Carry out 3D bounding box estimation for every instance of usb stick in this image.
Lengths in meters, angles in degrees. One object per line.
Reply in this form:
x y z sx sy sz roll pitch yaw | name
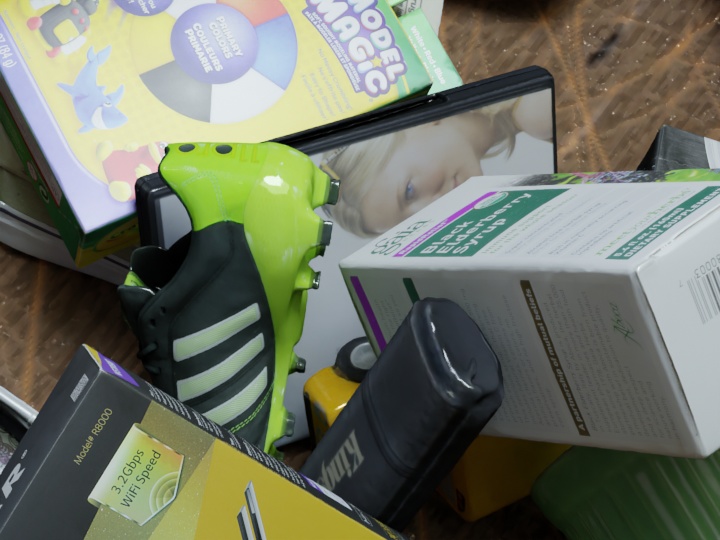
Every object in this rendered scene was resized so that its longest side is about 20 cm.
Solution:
0.003 0.083 1.048 0.032 0.200 0.056 -12 62 -32 | usb stick

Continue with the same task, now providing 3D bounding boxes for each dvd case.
0.000 0.000 1.141 0.199 0.144 0.018 -17 31 -22 | dvd case

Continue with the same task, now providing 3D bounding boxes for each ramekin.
0.181 0.089 1.097 0.199 0.200 0.098 -22 75 -25 | ramekin

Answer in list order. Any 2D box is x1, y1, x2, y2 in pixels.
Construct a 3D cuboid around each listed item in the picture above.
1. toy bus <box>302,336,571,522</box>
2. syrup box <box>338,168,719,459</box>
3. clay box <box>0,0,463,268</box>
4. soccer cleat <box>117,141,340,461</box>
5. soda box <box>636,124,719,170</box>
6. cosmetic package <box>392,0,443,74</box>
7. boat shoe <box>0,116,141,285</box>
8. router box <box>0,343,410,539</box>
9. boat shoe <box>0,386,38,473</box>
0.077 0.048 1.144 0.199 0.065 0.078 -24 43 -19 | toy bus
0.084 0.014 1.007 0.079 0.200 0.082 -32 108 -28 | syrup box
-0.059 -0.094 1.142 0.199 0.048 0.115 -25 76 -18 | clay box
-0.062 0.033 1.076 0.080 0.201 0.068 11 31 -1 | soccer cleat
0.221 0.001 1.233 0.199 0.063 0.071 17 58 -5 | soda box
-0.068 -0.101 1.214 0.199 0.073 0.104 15 59 -6 | cosmetic package
-0.078 -0.021 1.170 0.199 0.062 0.072 14 58 -7 | boat shoe
-0.089 0.154 0.987 0.157 0.052 0.201 31 91 -17 | router box
-0.110 0.119 1.076 0.072 0.069 0.200 -33 72 -28 | boat shoe
